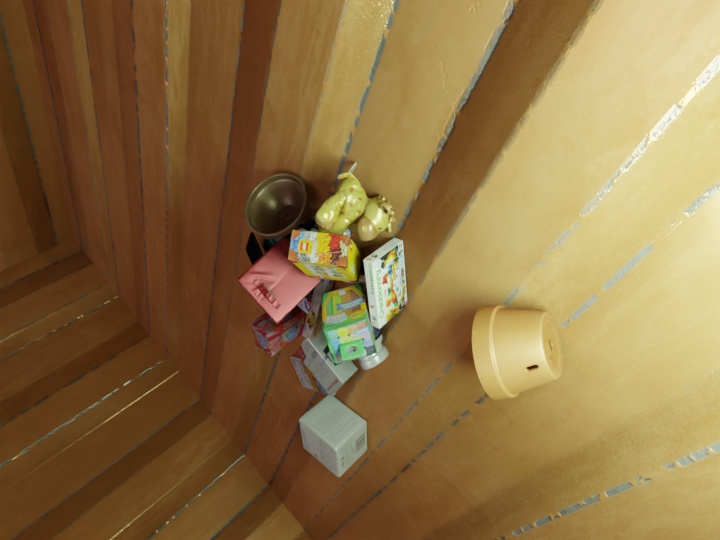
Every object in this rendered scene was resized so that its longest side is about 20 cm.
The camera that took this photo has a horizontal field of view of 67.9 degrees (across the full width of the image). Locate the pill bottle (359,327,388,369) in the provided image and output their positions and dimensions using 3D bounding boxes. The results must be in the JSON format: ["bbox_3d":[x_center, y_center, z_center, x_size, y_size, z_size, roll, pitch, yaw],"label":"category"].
[{"bbox_3d":[-0.003,0.185,1.594,0.115,0.115,0.202,-24,99,53],"label":"pill bottle"}]

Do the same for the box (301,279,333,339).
[{"bbox_3d":[-0.132,0.113,1.661,0.038,0.041,0.204,19,96,31],"label":"box"}]

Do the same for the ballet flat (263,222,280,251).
[{"bbox_3d":[-0.264,-0.116,1.703,0.071,0.065,0.200,48,151,-2],"label":"ballet flat"}]

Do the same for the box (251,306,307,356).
[{"bbox_3d":[-0.262,0.184,1.820,0.095,0.199,0.101,26,135,36],"label":"box"}]

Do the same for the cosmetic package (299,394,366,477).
[{"bbox_3d":[-0.098,0.609,1.981,0.198,0.165,0.170,27,135,35],"label":"cosmetic package"}]

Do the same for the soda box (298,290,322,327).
[{"bbox_3d":[-0.140,0.113,1.737,0.199,0.068,0.064,39,141,23],"label":"soda box"}]

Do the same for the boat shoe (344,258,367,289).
[{"bbox_3d":[0.000,0.000,1.494,0.197,0.074,0.068,20,128,26],"label":"boat shoe"}]

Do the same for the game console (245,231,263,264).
[{"bbox_3d":[-0.296,-0.030,1.776,0.200,0.172,0.119,141,137,-68],"label":"game console"}]

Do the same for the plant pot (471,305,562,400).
[{"bbox_3d":[0.341,0.166,1.137,0.138,0.200,0.203,-14,108,33],"label":"plant pot"}]

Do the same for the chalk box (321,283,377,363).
[{"bbox_3d":[-0.031,0.153,1.416,0.202,0.122,0.126,-100,-6,-56],"label":"chalk box"}]

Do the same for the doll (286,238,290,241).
[{"bbox_3d":[-0.193,-0.045,1.694,0.198,0.048,0.138,-18,102,53],"label":"doll"}]

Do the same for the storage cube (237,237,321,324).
[{"bbox_3d":[-0.241,0.032,1.578,0.171,0.180,0.200,48,168,-6],"label":"storage cube"}]

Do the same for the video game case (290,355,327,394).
[{"bbox_3d":[-0.185,0.401,2.049,0.198,0.017,0.146,1,117,49],"label":"video game case"}]

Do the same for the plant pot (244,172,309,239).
[{"bbox_3d":[-0.230,-0.173,1.560,0.199,0.203,0.093,31,171,30],"label":"plant pot"}]

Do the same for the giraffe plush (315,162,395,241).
[{"bbox_3d":[0.003,-0.142,1.337,0.161,0.172,0.203,32,104,13],"label":"giraffe plush"}]

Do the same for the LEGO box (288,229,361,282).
[{"bbox_3d":[-0.085,-0.033,1.373,0.145,0.079,0.200,6,169,10],"label":"LEGO box"}]

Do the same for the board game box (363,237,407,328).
[{"bbox_3d":[0.068,0.034,1.387,0.034,0.126,0.204,20,131,37],"label":"board game box"}]

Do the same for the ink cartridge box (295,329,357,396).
[{"bbox_3d":[-0.118,0.314,1.851,0.201,0.082,0.146,49,143,10],"label":"ink cartridge box"}]

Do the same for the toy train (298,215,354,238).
[{"bbox_3d":[-0.094,-0.091,1.525,0.197,0.085,0.115,9,137,42],"label":"toy train"}]
